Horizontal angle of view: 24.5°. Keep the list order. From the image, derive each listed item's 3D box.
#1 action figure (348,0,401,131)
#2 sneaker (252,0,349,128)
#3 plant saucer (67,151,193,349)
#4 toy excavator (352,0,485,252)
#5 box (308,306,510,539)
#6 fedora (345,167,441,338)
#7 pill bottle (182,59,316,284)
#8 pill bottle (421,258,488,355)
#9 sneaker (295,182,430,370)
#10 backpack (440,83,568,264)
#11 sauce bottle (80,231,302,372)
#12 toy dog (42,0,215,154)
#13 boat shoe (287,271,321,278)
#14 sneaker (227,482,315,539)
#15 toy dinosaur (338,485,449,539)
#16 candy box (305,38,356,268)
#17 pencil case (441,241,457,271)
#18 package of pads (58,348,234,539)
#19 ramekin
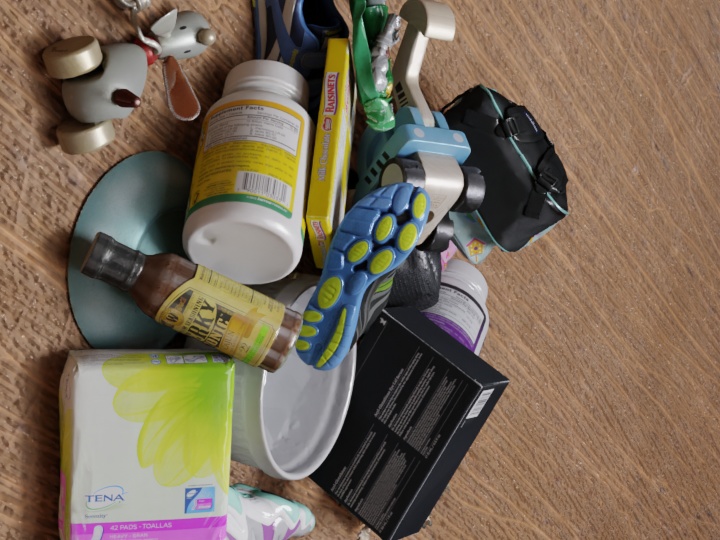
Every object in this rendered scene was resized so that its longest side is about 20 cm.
[{"bbox_3d":[0.013,-0.233,1.615,0.118,0.055,0.200,102,-15,-83],"label":"action figure"},{"bbox_3d":[-0.057,-0.214,1.648,0.074,0.082,0.200,-35,128,-49],"label":"sneaker"},{"bbox_3d":[-0.190,-0.010,1.550,0.201,0.039,0.201,-20,115,-51],"label":"plant saucer"},{"bbox_3d":[0.049,-0.145,1.660,0.100,0.200,0.195,3,141,-33],"label":"toy excavator"},{"bbox_3d":[0.041,0.158,1.716,0.200,0.141,0.079,-60,157,16],"label":"box"},{"bbox_3d":[0.036,-0.019,1.775,0.201,0.091,0.201,-9,90,-76],"label":"fedora"},{"bbox_3d":[-0.100,-0.097,1.556,0.113,0.113,0.200,54,34,-48],"label":"pill bottle"},{"bbox_3d":[0.084,0.077,1.890,0.200,0.111,0.112,-64,147,-49],"label":"pill bottle"},{"bbox_3d":[0.000,0.001,1.561,0.200,0.071,0.083,-61,175,16],"label":"sneaker"},{"bbox_3d":[0.141,-0.106,1.791,0.176,0.153,0.200,54,19,-1],"label":"backpack"},{"bbox_3d":[-0.152,0.026,1.478,0.200,0.065,0.065,24,75,-10],"label":"sauce bottle"},{"bbox_3d":[-0.189,-0.179,1.451,0.200,0.096,0.132,-57,141,-29],"label":"toy dog"},{"bbox_3d":[-0.065,0.102,1.758,0.073,0.063,0.200,4,99,-79],"label":"boat shoe"},{"bbox_3d":[-0.135,0.285,1.665,0.200,0.078,0.140,22,83,-46],"label":"sneaker"},{"bbox_3d":[0.029,0.226,1.852,0.086,0.136,0.200,11,111,-25],"label":"toy dinosaur"},{"bbox_3d":[-0.026,-0.112,1.589,0.102,0.026,0.200,77,17,-61],"label":"candy box"},{"bbox_3d":[0.103,-0.091,1.917,0.200,0.087,0.087,-60,142,-27],"label":"pencil case"},{"bbox_3d":[-0.198,0.170,1.508,0.154,0.068,0.200,1,102,-16],"label":"package of pads"},{"bbox_3d":[-0.093,0.100,1.632,0.200,0.105,0.201,-30,125,-58],"label":"ramekin"}]
